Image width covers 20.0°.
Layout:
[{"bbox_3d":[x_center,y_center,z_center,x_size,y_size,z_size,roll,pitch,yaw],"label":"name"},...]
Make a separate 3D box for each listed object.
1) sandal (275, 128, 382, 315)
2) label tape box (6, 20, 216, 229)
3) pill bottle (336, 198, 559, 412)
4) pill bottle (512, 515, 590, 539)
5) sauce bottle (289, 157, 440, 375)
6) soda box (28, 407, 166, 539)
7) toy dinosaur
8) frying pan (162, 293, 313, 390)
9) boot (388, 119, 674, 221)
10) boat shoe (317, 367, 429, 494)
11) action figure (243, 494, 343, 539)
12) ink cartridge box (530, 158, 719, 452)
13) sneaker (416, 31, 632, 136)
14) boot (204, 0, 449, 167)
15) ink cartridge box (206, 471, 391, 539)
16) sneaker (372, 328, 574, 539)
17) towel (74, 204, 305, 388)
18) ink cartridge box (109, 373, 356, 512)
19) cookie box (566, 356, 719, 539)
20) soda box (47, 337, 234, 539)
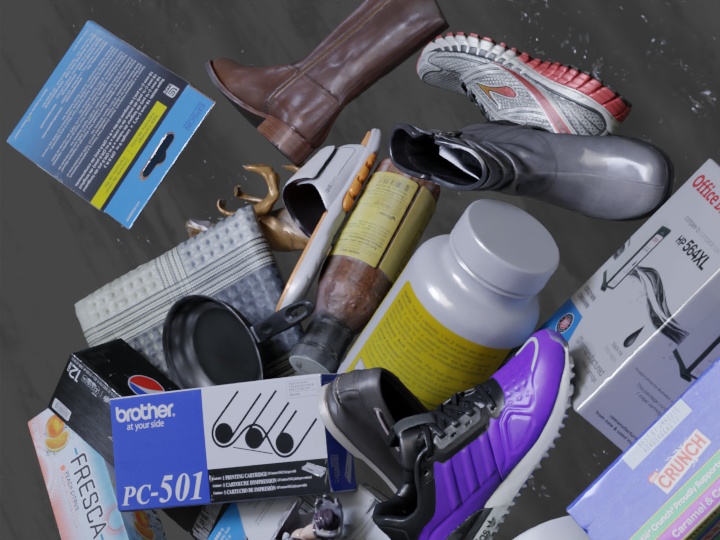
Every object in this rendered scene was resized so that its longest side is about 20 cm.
[{"bbox_3d":[-0.041,-0.053,1.718,0.059,0.079,0.207,27,54,0],"label":"sandal"},{"bbox_3d":[-0.219,-0.128,1.913,0.200,0.063,0.144,35,91,37],"label":"label tape box"},{"bbox_3d":[0.070,0.043,1.589,0.200,0.111,0.111,-58,48,34],"label":"pill bottle"},{"bbox_3d":[0.173,0.285,1.470,0.114,0.114,0.200,-35,56,16],"label":"pill bottle"},{"bbox_3d":[0.000,0.000,1.693,0.066,0.066,0.200,11,59,35],"label":"sauce bottle"},{"bbox_3d":[-0.224,0.204,1.782,0.068,0.064,0.200,-34,58,18],"label":"soda box"},{"bbox_3d":[-0.064,-0.039,1.797,0.200,0.060,0.106,11,103,39],"label":"toy dinosaur"},{"bbox_3d":[-0.105,0.048,1.699,0.115,0.031,0.190,46,131,17],"label":"frying pan"},{"bbox_3d":[0.129,-0.075,1.575,0.200,0.132,0.070,9,100,38],"label":"boot"},{"bbox_3d":[0.049,0.141,1.552,0.057,0.200,0.067,-27,38,29],"label":"boat shoe"},{"bbox_3d":[-0.025,0.238,1.537,0.200,0.069,0.130,16,84,37],"label":"action figure"},{"bbox_3d":[0.237,0.029,1.514,0.200,0.084,0.146,-47,20,8],"label":"ink cartridge box"},{"bbox_3d":[0.123,-0.140,1.695,0.200,0.078,0.082,24,86,37],"label":"sneaker"},{"bbox_3d":[-0.028,-0.203,1.830,0.200,0.064,0.186,-46,46,1],"label":"boot"},{"bbox_3d":[-0.018,0.242,1.624,0.200,0.084,0.145,33,89,36],"label":"ink cartridge box"},{"bbox_3d":[0.075,0.122,1.482,0.200,0.099,0.070,-61,16,10],"label":"sneaker"},{"bbox_3d":[-0.141,0.070,1.785,0.200,0.035,0.193,-27,76,19],"label":"towel"},{"bbox_3d":[-0.103,0.138,1.625,0.200,0.044,0.094,-8,84,28],"label":"ink cartridge box"},{"bbox_3d":[0.246,0.139,1.422,0.171,0.200,0.075,-46,69,9],"label":"cookie box"},{"bbox_3d":[-0.168,0.144,1.729,0.200,0.071,0.063,39,119,22],"label":"soda box"}]
